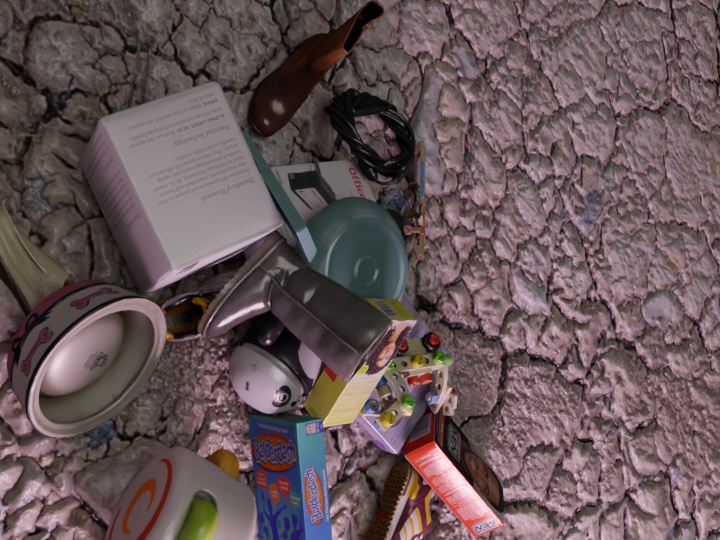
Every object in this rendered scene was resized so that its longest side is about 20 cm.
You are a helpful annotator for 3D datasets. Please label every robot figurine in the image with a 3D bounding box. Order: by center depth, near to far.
[{"bbox_3d":[-0.097,0.108,1.193,0.151,0.124,0.201,48,63,-21],"label":"robot figurine"}]

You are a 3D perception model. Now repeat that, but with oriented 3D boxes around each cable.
[{"bbox_3d":[0.019,-0.212,1.308,0.163,0.051,0.200,42,33,-5],"label":"cable"}]

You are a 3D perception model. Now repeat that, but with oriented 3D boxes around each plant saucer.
[{"bbox_3d":[-0.109,-0.101,1.089,0.019,0.201,0.070,-30,147,-7],"label":"plant saucer"},{"bbox_3d":[0.000,0.000,1.163,0.198,0.036,0.203,-5,98,-39],"label":"plant saucer"}]

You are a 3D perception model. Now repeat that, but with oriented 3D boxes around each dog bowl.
[{"bbox_3d":[-0.334,0.099,1.018,0.200,0.073,0.201,-42,152,-28],"label":"dog bowl"}]

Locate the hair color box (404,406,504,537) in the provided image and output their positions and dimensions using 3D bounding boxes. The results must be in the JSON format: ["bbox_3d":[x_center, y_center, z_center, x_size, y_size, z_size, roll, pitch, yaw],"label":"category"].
[{"bbox_3d":[0.153,0.319,1.352,0.201,0.061,0.102,51,25,-20],"label":"hair color box"}]

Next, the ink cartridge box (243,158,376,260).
[{"bbox_3d":[-0.074,-0.074,1.219,0.198,0.084,0.146,-10,67,-33],"label":"ink cartridge box"}]

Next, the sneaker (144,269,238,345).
[{"bbox_3d":[-0.206,0.055,1.152,0.199,0.082,0.079,-26,100,-32],"label":"sneaker"}]

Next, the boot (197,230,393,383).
[{"bbox_3d":[-0.085,0.071,1.077,0.200,0.073,0.182,42,93,1],"label":"boot"}]

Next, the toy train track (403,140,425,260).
[{"bbox_3d":[0.089,-0.116,1.370,0.032,0.115,0.203,0,70,7],"label":"toy train track"}]

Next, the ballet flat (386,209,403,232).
[{"bbox_3d":[0.010,-0.017,1.327,0.066,0.057,0.201,31,63,-3],"label":"ballet flat"}]

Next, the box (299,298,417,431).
[{"bbox_3d":[-0.005,0.132,1.158,0.075,0.050,0.201,1,126,-48],"label":"box"}]

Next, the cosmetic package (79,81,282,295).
[{"bbox_3d":[-0.233,-0.101,1.078,0.164,0.164,0.202,-26,92,-29],"label":"cosmetic package"}]

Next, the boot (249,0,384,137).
[{"bbox_3d":[-0.062,-0.281,1.198,0.069,0.199,0.189,48,64,-20],"label":"boot"}]

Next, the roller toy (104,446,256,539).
[{"bbox_3d":[-0.224,0.331,1.064,0.139,0.200,0.183,37,103,-25],"label":"roller toy"}]

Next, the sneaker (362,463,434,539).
[{"bbox_3d":[0.063,0.408,1.306,0.090,0.075,0.202,33,71,-21],"label":"sneaker"}]

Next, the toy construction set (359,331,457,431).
[{"bbox_3d":[0.080,0.166,1.254,0.199,0.092,0.133,5,62,-47],"label":"toy construction set"}]

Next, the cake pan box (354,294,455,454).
[{"bbox_3d":[0.045,0.150,1.316,0.185,0.052,0.201,49,63,-30],"label":"cake pan box"}]

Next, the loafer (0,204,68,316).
[{"bbox_3d":[-0.403,0.002,1.038,0.068,0.075,0.202,-35,114,-31],"label":"loafer"}]

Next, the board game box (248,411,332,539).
[{"bbox_3d":[-0.097,0.301,1.164,0.045,0.151,0.203,-4,88,-32],"label":"board game box"}]
